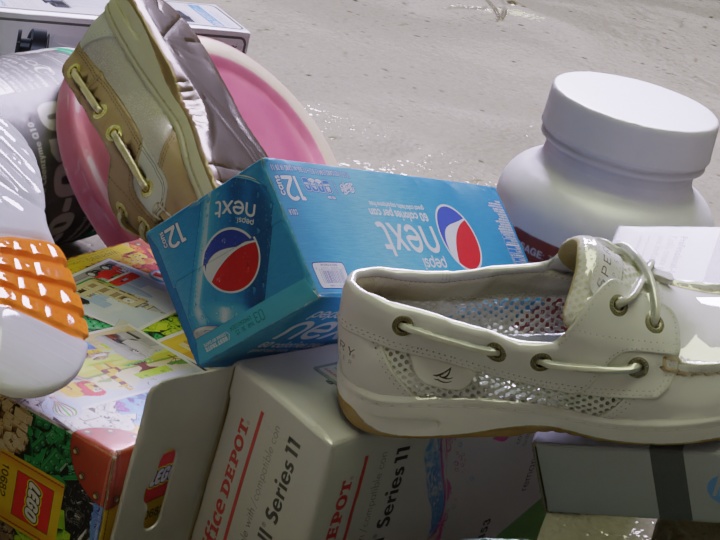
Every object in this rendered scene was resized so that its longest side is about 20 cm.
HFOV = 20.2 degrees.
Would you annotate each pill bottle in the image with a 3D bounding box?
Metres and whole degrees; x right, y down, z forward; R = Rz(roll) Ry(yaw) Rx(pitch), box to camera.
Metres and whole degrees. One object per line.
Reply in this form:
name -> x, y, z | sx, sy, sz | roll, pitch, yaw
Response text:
pill bottle -> -0.217, -0.056, 1.099 | 0.113, 0.113, 0.200 | 25, 24, 26
pill bottle -> 0.113, 0.008, 1.019 | 0.112, 0.201, 0.112 | 12, 22, -5

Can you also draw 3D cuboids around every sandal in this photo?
sandal -> -0.166, -0.002, 0.855 | 0.079, 0.059, 0.207 | 33, 22, -30

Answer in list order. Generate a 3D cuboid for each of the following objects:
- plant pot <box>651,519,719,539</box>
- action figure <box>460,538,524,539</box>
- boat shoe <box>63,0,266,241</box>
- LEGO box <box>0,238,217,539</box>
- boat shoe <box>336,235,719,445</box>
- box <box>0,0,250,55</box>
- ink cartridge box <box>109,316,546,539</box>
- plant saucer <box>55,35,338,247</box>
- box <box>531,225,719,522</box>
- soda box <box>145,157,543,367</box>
plant pot -> 0.225, 0.106, 0.896 | 0.200, 0.201, 0.183 | 24, 36, 26
action figure -> 0.083, 0.191, 0.738 | 0.118, 0.055, 0.200 | 22, 29, -9
boat shoe -> -0.086, -0.045, 0.966 | 0.074, 0.066, 0.200 | 27, 30, -51
LEGO box -> -0.108, 0.061, 0.922 | 0.149, 0.077, 0.200 | 24, 24, 27
boat shoe -> 0.089, 0.021, 0.773 | 0.199, 0.070, 0.071 | -4, 31, -1
box -> -0.179, -0.113, 1.258 | 0.199, 0.117, 0.060 | 0, 25, -30
ink cartridge box -> -0.004, 0.094, 0.848 | 0.200, 0.117, 0.067 | -9, 35, -43
plant saucer -> -0.076, -0.055, 1.122 | 0.200, 0.051, 0.201 | 33, 38, -30
box -> 0.185, 0.040, 0.820 | 0.199, 0.041, 0.156 | 2, 36, 22
soda box -> 0.000, 0.000, 0.880 | 0.200, 0.068, 0.064 | 4, 60, -58
